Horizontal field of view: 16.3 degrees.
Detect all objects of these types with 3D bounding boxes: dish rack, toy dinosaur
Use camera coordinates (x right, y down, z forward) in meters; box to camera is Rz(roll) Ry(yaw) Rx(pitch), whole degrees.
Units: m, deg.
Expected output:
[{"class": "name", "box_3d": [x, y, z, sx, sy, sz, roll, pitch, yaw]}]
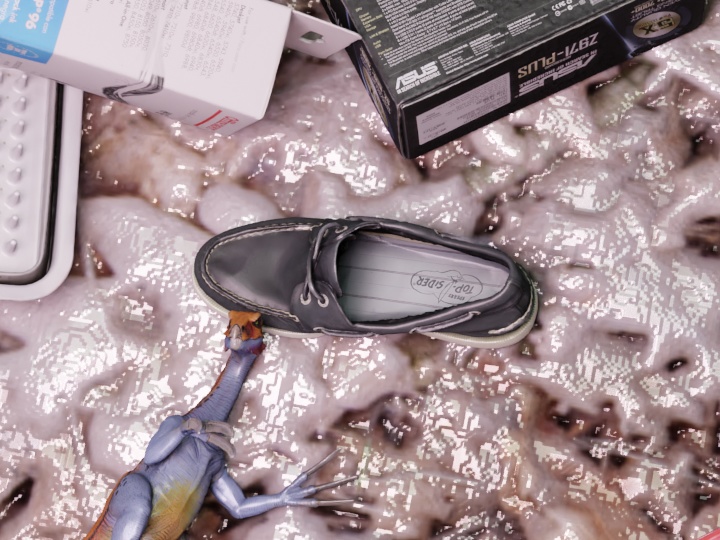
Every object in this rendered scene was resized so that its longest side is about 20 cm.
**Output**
[{"class": "dish rack", "box_3d": [-0.249, -0.078, 1.457, 0.171, 0.044, 0.200, 6, 71, -14]}, {"class": "toy dinosaur", "box_3d": [-0.110, 0.106, 1.386, 0.200, 0.105, 0.182, -4, 51, 16]}]

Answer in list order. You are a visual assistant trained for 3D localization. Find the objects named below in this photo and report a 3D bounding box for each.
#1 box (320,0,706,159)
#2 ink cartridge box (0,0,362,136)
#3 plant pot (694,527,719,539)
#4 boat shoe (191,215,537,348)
[{"class": "box", "box_3d": [0.077, -0.184, 1.460, 0.200, 0.086, 0.164, -26, 72, -5]}, {"class": "ink cartridge box", "box_3d": [-0.111, -0.127, 1.421, 0.200, 0.116, 0.068, 17, 85, -11]}, {"class": "plant pot", "box_3d": [0.217, 0.235, 1.263, 0.200, 0.183, 0.201, -1, 73, 4]}, {"class": "boat shoe", "box_3d": [0.000, 0.002, 1.416, 0.199, 0.066, 0.075, 12, 74, 8]}]
